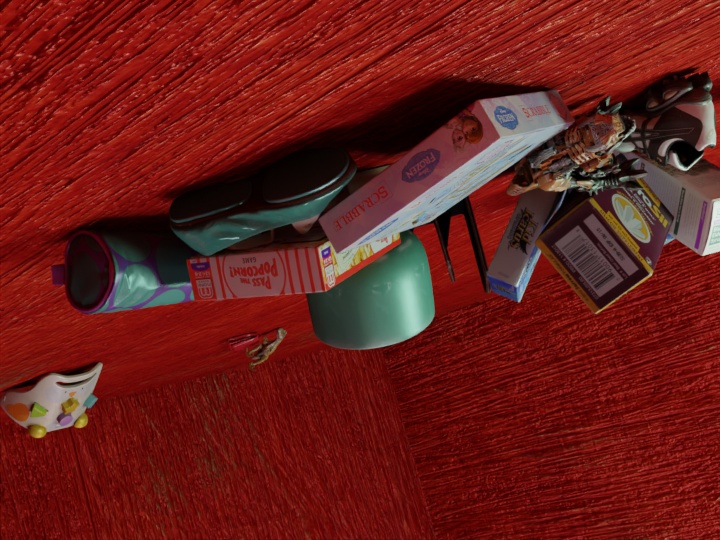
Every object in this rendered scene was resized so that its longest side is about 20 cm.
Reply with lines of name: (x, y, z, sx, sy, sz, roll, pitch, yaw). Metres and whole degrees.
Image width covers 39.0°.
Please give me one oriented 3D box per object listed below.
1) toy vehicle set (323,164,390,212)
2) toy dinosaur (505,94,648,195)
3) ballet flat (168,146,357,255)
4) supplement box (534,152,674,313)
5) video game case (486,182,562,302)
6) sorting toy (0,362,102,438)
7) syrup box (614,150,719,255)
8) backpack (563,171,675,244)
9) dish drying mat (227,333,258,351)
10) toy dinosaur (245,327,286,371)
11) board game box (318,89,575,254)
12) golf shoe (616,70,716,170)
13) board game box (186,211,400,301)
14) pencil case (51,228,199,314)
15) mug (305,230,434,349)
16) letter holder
toy vehicle set: (0.019, -0.085, 1.206, 0.123, 0.027, 0.200, -15, 172, -16)
toy dinosaur: (0.218, -0.125, 1.070, 0.134, 0.104, 0.199, -14, -167, -30)
ballet flat: (-0.084, -0.061, 0.962, 0.198, 0.068, 0.071, -15, 137, 19)
supplement box: (0.293, -0.049, 1.200, 0.086, 0.111, 0.200, -40, -178, 32)
video game case: (0.216, -0.059, 1.280, 0.045, 0.183, 0.200, 22, 178, 11)
sorting toy: (-0.616, 0.251, 2.109, 0.198, 0.108, 0.180, -10, 151, -42)
syrup box: (0.412, -0.103, 1.319, 0.078, 0.082, 0.200, -13, -145, -22)
backpack: (0.404, -0.096, 1.521, 0.198, 0.149, 0.183, -22, 174, 18)
dish drying mat: (-0.287, 0.177, 2.497, 0.076, 0.018, 0.200, -17, 173, -8)
toy dinosaur: (-0.249, 0.209, 2.555, 0.106, 0.061, 0.199, -29, 176, -45)
board game box: (0.086, -0.097, 0.971, 0.199, 0.041, 0.199, -35, 173, 31)
golf shoe: (0.342, -0.153, 1.171, 0.077, 0.096, 0.200, -16, 174, -11)
board game box: (-0.064, -0.021, 1.058, 0.150, 0.047, 0.200, -4, -167, 26)
pencil case: (-0.213, -0.004, 1.060, 0.092, 0.086, 0.199, 4, -175, 36)
mug: (-0.003, 0.005, 1.217, 0.184, 0.116, 0.151, 13, -148, 43)
letter holder: (0.118, -0.026, 1.410, 0.099, 0.144, 0.200, -17, 173, 4)
